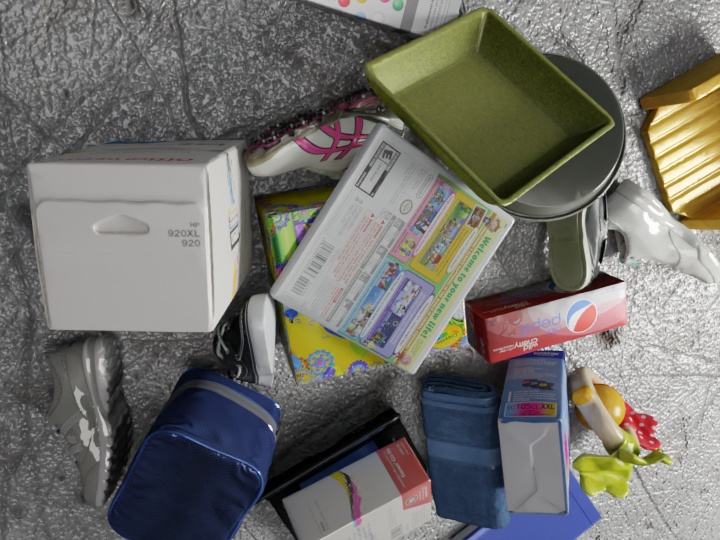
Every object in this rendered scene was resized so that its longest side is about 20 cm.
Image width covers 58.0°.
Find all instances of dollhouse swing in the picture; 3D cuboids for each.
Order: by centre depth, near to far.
[{"bbox_3d":[0.490,-0.154,0.794,0.182,0.176,0.200,-30,112,-5],"label":"dollhouse swing"}]

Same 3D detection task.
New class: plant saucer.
[{"bbox_3d":[0.129,-0.166,0.676,0.200,0.048,0.200,-35,75,-29],"label":"plant saucer"}]

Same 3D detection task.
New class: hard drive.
[{"bbox_3d":[0.247,0.382,0.960,0.200,0.025,0.132,-37,111,-3],"label":"hard drive"}]

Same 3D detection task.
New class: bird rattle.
[{"bbox_3d":[0.338,0.197,0.862,0.113,0.200,0.163,-35,88,30],"label":"bird rattle"}]

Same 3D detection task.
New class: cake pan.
[{"bbox_3d":[0.212,-0.158,0.754,0.200,0.037,0.200,0,90,2],"label":"cake pan"}]

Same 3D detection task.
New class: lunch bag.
[{"bbox_3d":[-0.181,0.219,0.732,0.136,0.132,0.200,30,115,-9],"label":"lunch bag"}]

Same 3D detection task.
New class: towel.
[{"bbox_3d":[0.140,0.236,0.851,0.049,0.112,0.200,-27,114,-52],"label":"towel"}]

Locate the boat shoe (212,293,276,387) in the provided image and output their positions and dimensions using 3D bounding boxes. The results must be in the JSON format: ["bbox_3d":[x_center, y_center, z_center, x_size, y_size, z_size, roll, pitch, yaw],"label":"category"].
[{"bbox_3d":[-0.126,0.079,0.703,0.068,0.200,0.072,3,68,-6],"label":"boat shoe"}]

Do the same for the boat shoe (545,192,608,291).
[{"bbox_3d":[0.278,-0.076,0.818,0.066,0.074,0.200,-6,91,-41],"label":"boat shoe"}]

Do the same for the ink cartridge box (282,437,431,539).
[{"bbox_3d":[-0.018,0.291,0.765,0.200,0.068,0.117,-23,139,-15],"label":"ink cartridge box"}]

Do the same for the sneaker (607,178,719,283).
[{"bbox_3d":[0.391,-0.032,0.866,0.200,0.075,0.089,36,106,-14],"label":"sneaker"}]

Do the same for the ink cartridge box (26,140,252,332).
[{"bbox_3d":[-0.191,-0.043,0.615,0.147,0.200,0.145,0,106,0],"label":"ink cartridge box"}]

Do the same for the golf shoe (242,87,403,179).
[{"bbox_3d":[-0.028,-0.131,0.690,0.200,0.073,0.092,-28,113,-30],"label":"golf shoe"}]

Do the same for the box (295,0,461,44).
[{"bbox_3d":[0.020,-0.344,0.687,0.200,0.041,0.156,12,102,-16],"label":"box"}]

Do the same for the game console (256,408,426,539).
[{"bbox_3d":[-0.017,0.269,0.810,0.200,0.116,0.176,-29,110,-5],"label":"game console"}]

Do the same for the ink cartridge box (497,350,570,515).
[{"bbox_3d":[0.228,0.191,0.833,0.076,0.200,0.137,-3,110,18],"label":"ink cartridge box"}]

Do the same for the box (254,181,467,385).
[{"bbox_3d":[0.000,0.000,0.735,0.200,0.122,0.193,-11,108,-12],"label":"box"}]

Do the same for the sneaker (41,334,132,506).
[{"bbox_3d":[-0.312,0.169,0.738,0.082,0.075,0.200,0,99,0],"label":"sneaker"}]

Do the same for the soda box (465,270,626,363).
[{"bbox_3d":[0.239,0.056,0.842,0.200,0.070,0.063,-14,109,-11],"label":"soda box"}]

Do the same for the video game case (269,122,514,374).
[{"bbox_3d":[0.036,-0.016,0.664,0.182,0.022,0.200,31,94,-21],"label":"video game case"}]
